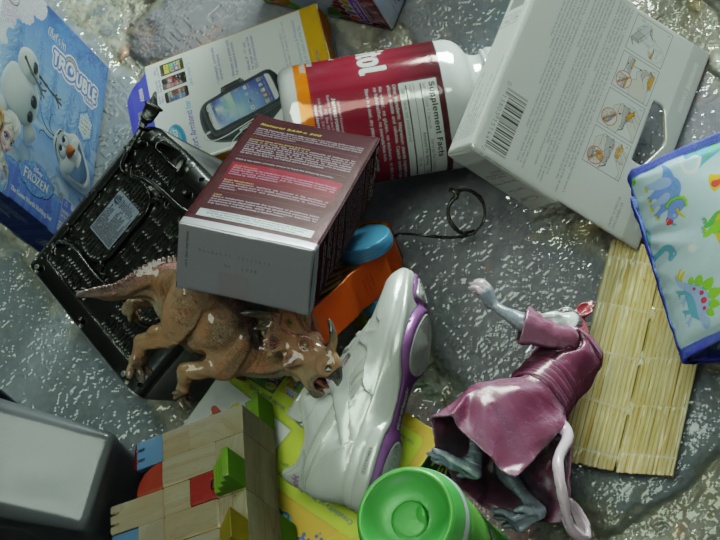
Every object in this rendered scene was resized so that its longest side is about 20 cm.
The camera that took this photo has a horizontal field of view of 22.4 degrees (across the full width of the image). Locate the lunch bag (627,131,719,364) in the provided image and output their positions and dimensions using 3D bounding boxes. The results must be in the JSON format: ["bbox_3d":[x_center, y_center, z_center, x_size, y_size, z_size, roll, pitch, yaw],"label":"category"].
[{"bbox_3d":[0.323,-0.025,1.413,0.200,0.127,0.170,-14,64,2],"label":"lunch bag"}]

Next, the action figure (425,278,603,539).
[{"bbox_3d":[0.141,0.093,1.409,0.149,0.134,0.200,11,50,38],"label":"action figure"}]

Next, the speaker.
[{"bbox_3d":[0.062,0.210,1.360,0.088,0.200,0.088,-7,66,16],"label":"speaker"}]

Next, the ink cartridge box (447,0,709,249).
[{"bbox_3d":[0.184,-0.140,1.515,0.045,0.176,0.200,-15,47,61],"label":"ink cartridge box"}]

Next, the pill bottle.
[{"bbox_3d":[0.035,-0.135,1.556,0.200,0.113,0.113,-10,64,-1],"label":"pill bottle"}]

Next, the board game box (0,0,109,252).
[{"bbox_3d":[-0.300,-0.140,1.632,0.043,0.200,0.199,-4,67,20],"label":"board game box"}]

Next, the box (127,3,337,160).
[{"bbox_3d":[-0.115,-0.156,1.669,0.200,0.041,0.119,-19,63,13],"label":"box"}]

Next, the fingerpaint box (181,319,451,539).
[{"bbox_3d":[-0.046,0.164,1.489,0.200,0.073,0.167,30,79,27],"label":"fingerpaint box"}]

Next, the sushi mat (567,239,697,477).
[{"bbox_3d":[0.227,0.069,1.469,0.096,0.012,0.200,8,71,22],"label":"sushi mat"}]

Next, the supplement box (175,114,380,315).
[{"bbox_3d":[-0.061,-0.048,1.415,0.109,0.061,0.200,12,32,10],"label":"supplement box"}]

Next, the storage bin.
[{"bbox_3d":[-0.258,0.185,1.493,0.134,0.200,0.146,12,72,13],"label":"storage bin"}]

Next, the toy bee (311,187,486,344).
[{"bbox_3d":[0.000,0.000,1.538,0.109,0.200,0.131,9,106,50],"label":"toy bee"}]

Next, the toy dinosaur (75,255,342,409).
[{"bbox_3d":[-0.113,0.034,1.414,0.136,0.200,0.086,-47,17,34],"label":"toy dinosaur"}]

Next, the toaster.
[{"bbox_3d":[-0.158,-0.012,1.561,0.200,0.119,0.181,-50,62,11],"label":"toaster"}]

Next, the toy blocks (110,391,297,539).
[{"bbox_3d":[-0.134,0.200,1.418,0.137,0.100,0.200,-21,52,21],"label":"toy blocks"}]

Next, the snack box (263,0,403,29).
[{"bbox_3d":[-0.054,-0.294,1.613,0.142,0.200,0.053,18,75,25],"label":"snack box"}]

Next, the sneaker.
[{"bbox_3d":[-0.005,0.086,1.424,0.100,0.075,0.200,10,70,21],"label":"sneaker"}]
